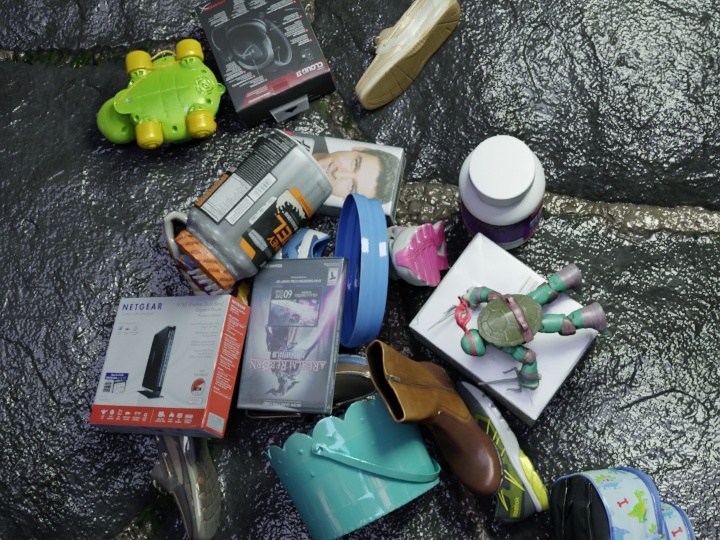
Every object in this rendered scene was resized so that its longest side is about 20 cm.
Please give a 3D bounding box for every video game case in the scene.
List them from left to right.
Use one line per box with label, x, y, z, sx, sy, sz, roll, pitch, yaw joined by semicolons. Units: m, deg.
video game case;-0.088;0.083;1.412;0.142;0.019;0.202;-1;75;32

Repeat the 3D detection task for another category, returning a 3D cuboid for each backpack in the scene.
backpack;0.313;0.340;1.312;0.146;0.183;0.202;-5;79;-18

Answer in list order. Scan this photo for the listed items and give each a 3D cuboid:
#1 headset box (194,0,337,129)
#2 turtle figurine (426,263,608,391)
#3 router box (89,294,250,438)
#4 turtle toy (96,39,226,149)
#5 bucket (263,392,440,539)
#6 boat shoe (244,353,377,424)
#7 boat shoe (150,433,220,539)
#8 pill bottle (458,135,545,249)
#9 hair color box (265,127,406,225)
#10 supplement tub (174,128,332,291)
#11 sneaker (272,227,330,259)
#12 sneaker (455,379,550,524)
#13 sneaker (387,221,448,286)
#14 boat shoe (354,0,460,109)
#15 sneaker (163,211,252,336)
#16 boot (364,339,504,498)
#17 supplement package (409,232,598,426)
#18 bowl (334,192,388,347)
headset box;-0.133;-0.312;1.574;0.148;0.077;0.201;-24;76;2
turtle figurine;0.189;0.070;1.321;0.199;0.101;0.151;-22;75;-4
router box;-0.255;0.127;1.450;0.199;0.049;0.181;-3;66;31
turtle toy;-0.287;-0.236;1.563;0.198;0.101;0.147;-12;76;5
bucket;-0.005;0.243;1.367;0.206;0.207;0.136;-27;83;0
boat shoe;-0.062;0.165;1.433;0.198;0.073;0.073;-12;37;24
boat shoe;-0.239;0.270;1.460;0.073;0.074;0.202;-19;66;13
pill bottle;0.184;-0.103;1.419;0.110;0.200;0.113;-2;77;7
hair color box;-0.042;-0.131;1.528;0.198;0.061;0.100;9;78;9
supplement tub;-0.142;-0.077;1.428;0.122;0.123;0.200;41;81;14
sneaker;-0.078;0.034;1.488;0.081;0.074;0.202;-3;77;4
sneaker;0.165;0.236;1.407;0.084;0.075;0.201;-32;75;-1
sneaker;0.060;-0.019;1.424;0.087;0.200;0.082;-7;92;12
boat shoe;0.056;-0.318;1.559;0.069;0.074;0.200;40;83;26
sneaker;-0.211;0.006;1.501;0.075;0.090;0.200;-39;74;-3
boot;0.093;0.180;1.304;0.068;0.200;0.190;-26;67;16
supplement package;0.190;0.078;1.422;0.199;0.111;0.156;37;84;13
bowl;0.000;0.000;1.425;0.039;0.201;0.203;2;76;-11
